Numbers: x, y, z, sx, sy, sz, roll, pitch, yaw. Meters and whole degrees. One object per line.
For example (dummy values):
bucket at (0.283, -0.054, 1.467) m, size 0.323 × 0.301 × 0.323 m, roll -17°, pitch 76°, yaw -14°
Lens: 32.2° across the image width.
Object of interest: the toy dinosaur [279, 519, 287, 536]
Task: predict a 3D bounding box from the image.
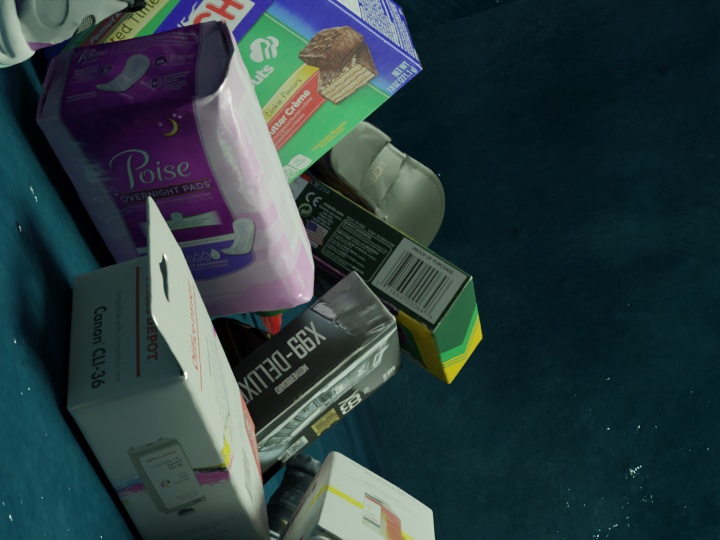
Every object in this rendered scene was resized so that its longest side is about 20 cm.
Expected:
toy dinosaur at (-0.046, 0.263, 0.891) m, size 0.086 × 0.136 × 0.200 m, roll 18°, pitch -17°, yaw 45°

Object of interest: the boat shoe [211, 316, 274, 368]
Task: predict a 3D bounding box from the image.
boat shoe at (-0.092, 0.083, 1.129) m, size 0.200 × 0.070 × 0.070 m, roll 63°, pitch 11°, yaw -71°

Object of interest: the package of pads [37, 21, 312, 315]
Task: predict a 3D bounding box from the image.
package of pads at (-0.110, -0.054, 0.798) m, size 0.200 × 0.120 × 0.076 m, roll 72°, pitch 13°, yaw -45°

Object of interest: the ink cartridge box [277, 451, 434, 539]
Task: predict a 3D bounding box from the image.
ink cartridge box at (-0.024, 0.205, 0.735) m, size 0.083 × 0.145 × 0.200 m, roll 32°, pitch 4°, yaw 0°

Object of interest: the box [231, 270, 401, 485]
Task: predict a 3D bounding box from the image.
box at (-0.045, 0.088, 0.931) m, size 0.050 × 0.158 × 0.200 m, roll 50°, pitch -7°, yaw 13°

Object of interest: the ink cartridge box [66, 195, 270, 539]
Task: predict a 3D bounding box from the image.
ink cartridge box at (-0.113, 0.071, 0.711) m, size 0.117 × 0.067 × 0.200 m, roll -105°, pitch 178°, yaw -52°

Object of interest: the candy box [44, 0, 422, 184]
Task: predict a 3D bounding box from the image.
candy box at (-0.086, -0.154, 0.856) m, size 0.200 × 0.169 × 0.077 m, roll 28°, pitch 34°, yaw -41°

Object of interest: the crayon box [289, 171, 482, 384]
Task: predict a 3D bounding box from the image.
crayon box at (0.000, 0.000, 1.019) m, size 0.200 × 0.058 × 0.173 m, roll 33°, pitch -10°, yaw 17°

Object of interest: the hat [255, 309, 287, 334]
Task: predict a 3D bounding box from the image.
hat at (-0.126, 0.029, 1.371) m, size 0.200 × 0.176 × 0.166 m, roll 32°, pitch 20°, yaw -18°

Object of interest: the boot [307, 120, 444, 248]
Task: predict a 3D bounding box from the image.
boot at (-0.030, -0.098, 1.049) m, size 0.174 × 0.069 × 0.200 m, roll 29°, pitch -13°, yaw 41°

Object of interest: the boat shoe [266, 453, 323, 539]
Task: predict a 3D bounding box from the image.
boat shoe at (-0.031, 0.225, 1.027) m, size 0.091 × 0.071 × 0.200 m, roll -62°, pitch 155°, yaw -21°

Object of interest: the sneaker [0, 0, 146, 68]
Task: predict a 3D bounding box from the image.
sneaker at (-0.160, -0.191, 0.591) m, size 0.200 × 0.140 × 0.078 m, roll 70°, pitch 4°, yaw -58°
